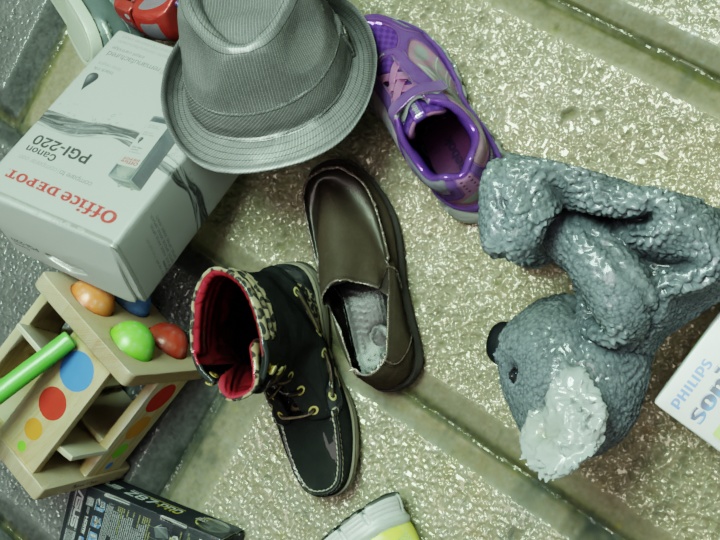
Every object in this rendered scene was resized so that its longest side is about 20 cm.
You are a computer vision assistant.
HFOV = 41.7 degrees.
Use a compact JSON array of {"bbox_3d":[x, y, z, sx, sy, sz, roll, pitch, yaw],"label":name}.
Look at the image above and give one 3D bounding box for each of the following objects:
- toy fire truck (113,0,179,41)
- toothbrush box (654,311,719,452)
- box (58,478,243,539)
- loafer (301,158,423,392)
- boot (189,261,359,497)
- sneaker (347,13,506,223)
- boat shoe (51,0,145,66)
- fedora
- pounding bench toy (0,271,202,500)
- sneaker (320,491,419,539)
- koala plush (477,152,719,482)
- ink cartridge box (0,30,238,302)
[{"bbox_3d":[-0.114,-0.281,0.825,0.141,0.049,0.201,28,87,26],"label":"toy fire truck"},{"bbox_3d":[0.325,0.091,0.636,0.200,0.086,0.146,38,100,19],"label":"toothbrush box"},{"bbox_3d":[-0.204,0.302,0.837,0.160,0.049,0.201,14,92,22],"label":"box"},{"bbox_3d":[0.000,0.000,0.767,0.073,0.071,0.201,-23,79,17],"label":"loafer"},{"bbox_3d":[-0.065,0.087,0.743,0.073,0.150,0.202,-10,83,19],"label":"boot"},{"bbox_3d":[0.047,-0.131,0.749,0.080,0.088,0.201,-39,73,16],"label":"sneaker"},{"bbox_3d":[-0.263,-0.280,0.897,0.061,0.073,0.201,-18,68,-25],"label":"boat shoe"},{"bbox_3d":[-0.079,-0.178,0.721,0.176,0.091,0.201,-6,51,9],"label":"fedora"},{"bbox_3d":[-0.247,0.087,0.784,0.124,0.200,0.156,44,102,17],"label":"pounding bench toy"},{"bbox_3d":[-0.027,0.269,0.759,0.200,0.078,0.090,-40,77,13],"label":"sneaker"},{"bbox_3d":[0.160,0.041,0.654,0.183,0.177,0.201,15,92,16],"label":"koala plush"},{"bbox_3d":[-0.193,-0.091,0.788,0.145,0.085,0.201,21,62,20],"label":"ink cartridge box"}]
